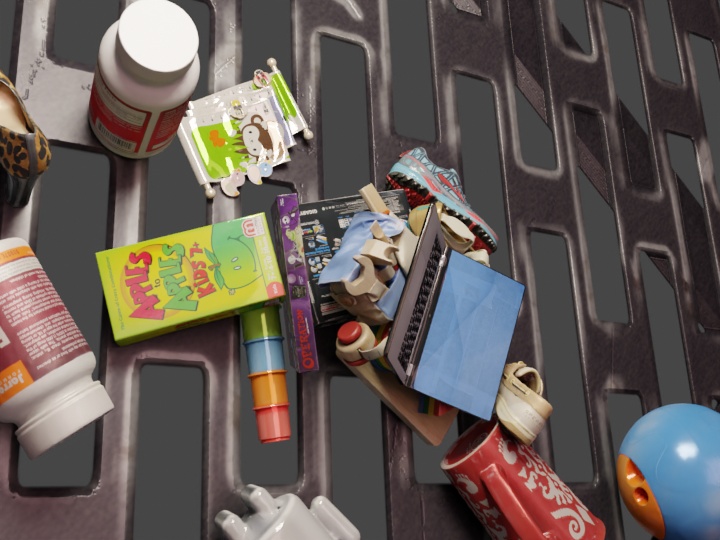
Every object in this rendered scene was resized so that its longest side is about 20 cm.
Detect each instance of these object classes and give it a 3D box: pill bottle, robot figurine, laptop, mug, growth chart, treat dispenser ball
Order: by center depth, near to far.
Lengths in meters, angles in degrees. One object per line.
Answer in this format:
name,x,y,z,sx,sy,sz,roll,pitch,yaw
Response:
pill bottle,-0.344,0.080,0.836,0.113,0.114,0.202,-31,90,-34
robot figurine,-0.076,0.332,0.908,0.169,0.113,0.201,-40,95,-18
pill bottle,-0.247,-0.217,0.937,0.110,0.200,0.115,7,71,-22
laptop,0.121,0.055,0.987,0.114,0.200,0.191,13,72,17
mug,0.214,0.294,1.060,0.133,0.177,0.201,-40,91,-21
growth chart,-0.155,-0.187,1.096,0.199,0.018,0.146,-33,91,-32
treat dispenser ball,0.474,0.297,1.189,0.197,0.200,0.205,10,68,-27

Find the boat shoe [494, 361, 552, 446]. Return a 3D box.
boat shoe,0.213,0.161,1.095,0.074,0.200,0.069,42,100,-14

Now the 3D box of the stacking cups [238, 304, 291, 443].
stacking cups,-0.119,0.105,0.994,0.059,0.060,0.204,1,74,-30

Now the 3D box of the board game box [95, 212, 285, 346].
board game box,-0.194,0.010,0.950,0.196,0.048,0.104,-15,81,-13

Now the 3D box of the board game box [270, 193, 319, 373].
board game box,-0.081,0.016,0.986,0.032,0.120,0.205,-7,89,-6

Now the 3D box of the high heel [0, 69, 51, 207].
high heel,-0.386,-0.184,0.883,0.071,0.142,0.203,-20,84,-33

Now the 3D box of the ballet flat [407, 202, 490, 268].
ballet flat,0.144,-0.020,1.155,0.200,0.062,0.070,43,41,-31

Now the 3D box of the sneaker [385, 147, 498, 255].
sneaker,0.134,-0.105,1.201,0.199,0.079,0.096,40,56,-13

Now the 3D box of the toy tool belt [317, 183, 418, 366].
toy tool belt,0.000,0.000,0.994,0.124,0.123,0.202,56,44,-33

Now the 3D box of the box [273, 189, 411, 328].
box,-0.005,-0.018,1.108,0.197,0.046,0.162,-12,80,-33

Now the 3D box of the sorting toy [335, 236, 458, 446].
sorting toy,0.099,0.094,1.081,0.200,0.069,0.200,45,65,-22
